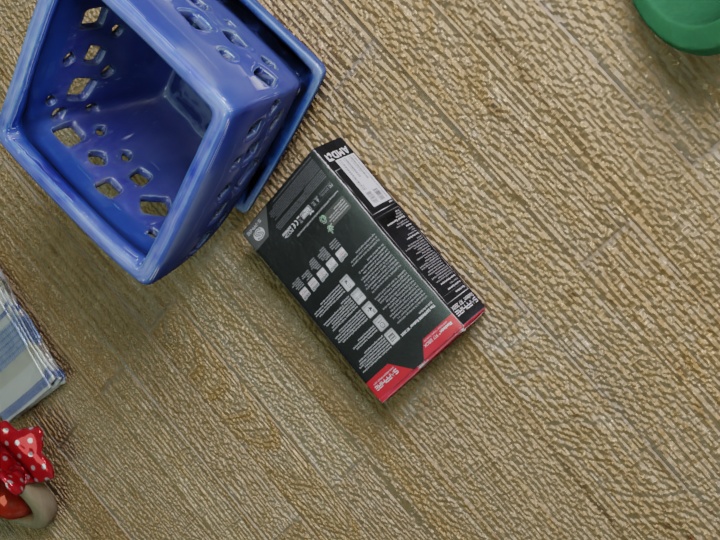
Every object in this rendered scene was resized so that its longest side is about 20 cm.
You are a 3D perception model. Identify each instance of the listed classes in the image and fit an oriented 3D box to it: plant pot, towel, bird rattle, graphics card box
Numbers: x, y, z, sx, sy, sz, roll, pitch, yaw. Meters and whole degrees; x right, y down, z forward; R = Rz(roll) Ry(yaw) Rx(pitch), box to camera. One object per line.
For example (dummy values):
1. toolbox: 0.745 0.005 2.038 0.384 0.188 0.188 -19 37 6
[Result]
1. plant pot: -0.157 -0.143 0.945 0.200 0.180 0.200 42 127 11
2. towel: -0.429 0.073 1.317 0.147 0.024 0.201 -35 86 40
3. bird rattle: -0.425 0.247 1.354 0.199 0.113 0.163 -8 129 31
4. graphics card box: 0.000 0.000 0.980 0.200 0.051 0.125 49 128 6

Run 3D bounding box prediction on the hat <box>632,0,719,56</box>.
1. hat: 0.289 -0.227 0.713 0.200 0.175 0.167 -133 37 -59
